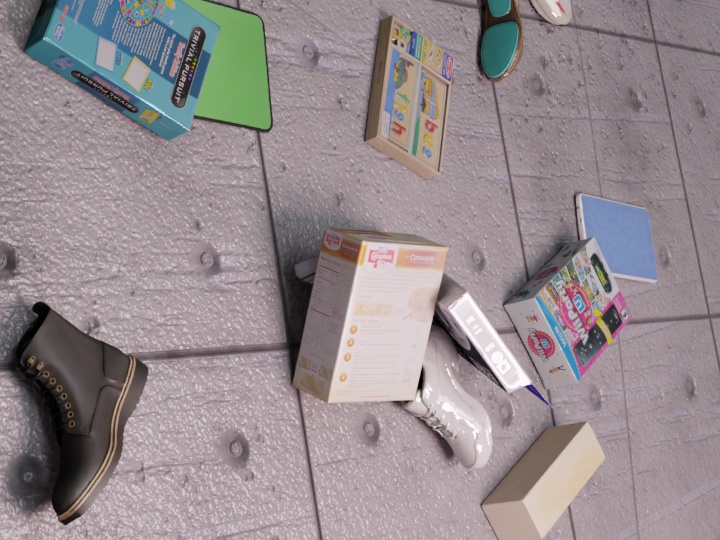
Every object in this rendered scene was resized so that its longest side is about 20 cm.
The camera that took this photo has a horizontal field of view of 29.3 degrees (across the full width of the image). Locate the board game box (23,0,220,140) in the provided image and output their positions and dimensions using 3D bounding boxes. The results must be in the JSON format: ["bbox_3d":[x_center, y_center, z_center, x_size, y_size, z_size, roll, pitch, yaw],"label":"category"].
[{"bbox_3d":[-0.266,-0.263,1.564,0.200,0.047,0.151,32,58,-33],"label":"board game box"}]

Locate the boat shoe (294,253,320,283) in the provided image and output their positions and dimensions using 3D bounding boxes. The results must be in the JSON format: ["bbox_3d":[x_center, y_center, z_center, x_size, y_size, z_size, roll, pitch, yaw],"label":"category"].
[{"bbox_3d":[0.000,0.000,1.742,0.200,0.073,0.067,-15,84,-48],"label":"boat shoe"}]

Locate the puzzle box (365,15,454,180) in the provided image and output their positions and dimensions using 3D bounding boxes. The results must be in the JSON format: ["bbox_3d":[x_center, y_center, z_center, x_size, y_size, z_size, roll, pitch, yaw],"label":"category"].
[{"bbox_3d":[0.071,-0.241,1.927,0.133,0.025,0.200,27,59,-38],"label":"puzzle box"}]

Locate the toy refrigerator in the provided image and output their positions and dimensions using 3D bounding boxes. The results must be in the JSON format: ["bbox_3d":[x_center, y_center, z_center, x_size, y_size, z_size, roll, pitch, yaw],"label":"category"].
[{"bbox_3d":[0.258,0.295,1.918,0.200,0.076,0.070,-39,106,-45],"label":"toy refrigerator"}]

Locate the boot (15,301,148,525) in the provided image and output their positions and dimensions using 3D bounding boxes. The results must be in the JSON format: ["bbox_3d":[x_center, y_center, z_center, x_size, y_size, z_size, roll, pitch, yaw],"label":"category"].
[{"bbox_3d":[-0.308,0.143,1.393,0.138,0.077,0.200,39,40,-26],"label":"boot"}]

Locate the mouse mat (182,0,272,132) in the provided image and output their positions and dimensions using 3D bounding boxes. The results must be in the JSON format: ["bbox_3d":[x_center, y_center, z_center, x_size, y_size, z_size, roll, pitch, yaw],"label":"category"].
[{"bbox_3d":[-0.187,-0.257,1.679,0.200,0.008,0.161,6,73,-44],"label":"mouse mat"}]

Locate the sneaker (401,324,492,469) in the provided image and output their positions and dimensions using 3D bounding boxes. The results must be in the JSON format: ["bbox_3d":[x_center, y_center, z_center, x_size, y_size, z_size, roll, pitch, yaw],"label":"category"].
[{"bbox_3d":[0.098,0.178,1.801,0.099,0.078,0.200,-25,87,-40],"label":"sneaker"}]

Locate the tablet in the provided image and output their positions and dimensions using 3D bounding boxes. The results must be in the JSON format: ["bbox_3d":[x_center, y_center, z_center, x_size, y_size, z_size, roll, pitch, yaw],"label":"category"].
[{"bbox_3d":[0.416,-0.051,2.232,0.200,0.014,0.130,8,72,-45],"label":"tablet"}]

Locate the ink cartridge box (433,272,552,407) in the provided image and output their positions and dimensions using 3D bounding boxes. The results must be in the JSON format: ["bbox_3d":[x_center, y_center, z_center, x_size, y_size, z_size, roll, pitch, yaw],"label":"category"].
[{"bbox_3d":[0.149,0.089,1.798,0.043,0.198,0.200,-39,108,-4],"label":"ink cartridge box"}]

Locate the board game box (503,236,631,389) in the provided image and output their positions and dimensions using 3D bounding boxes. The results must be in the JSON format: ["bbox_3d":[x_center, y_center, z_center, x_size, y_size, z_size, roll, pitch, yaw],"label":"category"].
[{"bbox_3d":[0.313,0.062,2.056,0.200,0.064,0.148,-40,106,-44],"label":"board game box"}]

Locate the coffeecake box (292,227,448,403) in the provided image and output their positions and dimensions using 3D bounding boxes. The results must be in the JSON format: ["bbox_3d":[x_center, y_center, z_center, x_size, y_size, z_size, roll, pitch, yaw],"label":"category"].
[{"bbox_3d":[0.013,0.055,1.683,0.153,0.073,0.200,3,103,-45],"label":"coffeecake box"}]

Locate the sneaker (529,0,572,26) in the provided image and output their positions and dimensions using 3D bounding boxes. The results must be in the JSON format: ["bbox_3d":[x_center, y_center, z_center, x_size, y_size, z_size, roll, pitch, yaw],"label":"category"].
[{"bbox_3d":[0.309,-0.493,2.199,0.070,0.093,0.200,-20,92,-47],"label":"sneaker"}]

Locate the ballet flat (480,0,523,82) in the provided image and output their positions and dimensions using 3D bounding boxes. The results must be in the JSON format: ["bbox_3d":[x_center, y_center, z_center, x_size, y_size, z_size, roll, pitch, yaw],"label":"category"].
[{"bbox_3d":[0.220,-0.369,2.102,0.072,0.068,0.200,34,49,-58],"label":"ballet flat"}]
